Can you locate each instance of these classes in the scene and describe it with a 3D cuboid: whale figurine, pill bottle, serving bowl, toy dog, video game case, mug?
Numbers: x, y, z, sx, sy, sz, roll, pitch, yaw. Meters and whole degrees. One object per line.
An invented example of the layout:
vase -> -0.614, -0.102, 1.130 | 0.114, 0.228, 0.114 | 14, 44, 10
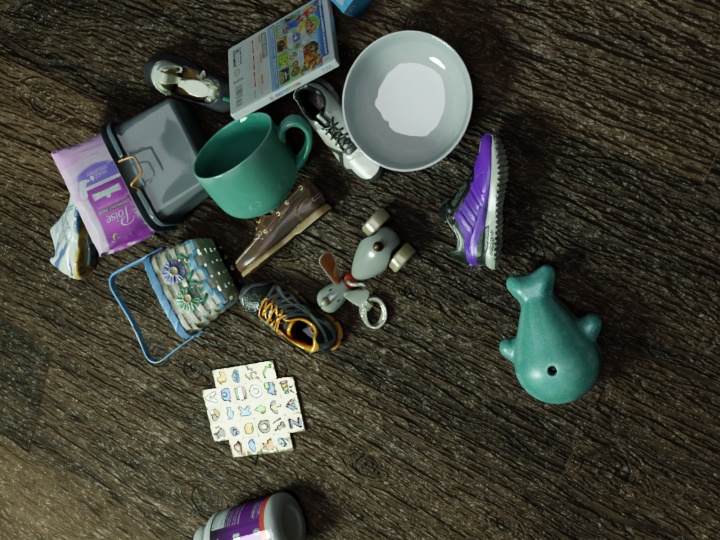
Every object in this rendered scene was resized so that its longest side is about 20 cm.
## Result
whale figurine -> 0.276, 0.098, 1.077 | 0.156, 0.104, 0.204 | -17, 93, 23
pill bottle -> -0.204, 0.480, 1.324 | 0.197, 0.112, 0.114 | -23, 91, 23
serving bowl -> 0.074, -0.252, 1.106 | 0.196, 0.066, 0.205 | 1, 97, 12
toy dog -> 0.000, 0.000, 1.168 | 0.130, 0.096, 0.203 | 28, 108, 14
video game case -> -0.126, -0.338, 1.159 | 0.197, 0.018, 0.146 | -22, 59, 23
mug -> -0.163, -0.160, 1.167 | 0.182, 0.154, 0.115 | 1, 140, 38

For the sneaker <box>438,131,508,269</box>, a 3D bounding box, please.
sneaker -> 0.166, -0.105, 1.101 | 0.098, 0.069, 0.205 | 6, 101, 22

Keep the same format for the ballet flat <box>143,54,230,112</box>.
ballet flat -> -0.300, -0.322, 1.240 | 0.197, 0.073, 0.074 | 23, 107, 16

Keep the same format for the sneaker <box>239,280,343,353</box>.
sneaker -> -0.126, 0.078, 1.242 | 0.197, 0.077, 0.080 | 24, 109, 17

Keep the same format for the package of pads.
package of pads -> -0.447, -0.138, 1.295 | 0.119, 0.076, 0.203 | -25, 97, -11

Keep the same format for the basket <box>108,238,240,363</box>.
basket -> -0.326, 0.040, 1.277 | 0.198, 0.139, 0.178 | -32, 88, 14

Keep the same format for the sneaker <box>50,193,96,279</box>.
sneaker -> -0.543, -0.087, 1.372 | 0.087, 0.075, 0.204 | 18, 105, 17

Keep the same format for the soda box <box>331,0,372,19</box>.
soda box -> 0.027, -0.479, 1.087 | 0.064, 0.068, 0.200 | 46, 112, 8

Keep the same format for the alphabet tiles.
alphabet tiles -> -0.197, 0.255, 1.338 | 0.196, 0.006, 0.170 | -11, 96, 22

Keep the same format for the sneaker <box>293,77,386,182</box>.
sneaker -> -0.037, -0.217, 1.154 | 0.074, 0.080, 0.201 | -43, 85, 20

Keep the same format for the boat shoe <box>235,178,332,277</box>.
boat shoe -> -0.139, -0.071, 1.224 | 0.199, 0.070, 0.071 | -39, 92, 14

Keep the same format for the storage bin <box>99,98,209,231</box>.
storage bin -> -0.330, -0.190, 1.246 | 0.133, 0.145, 0.203 | -29, 89, 12
